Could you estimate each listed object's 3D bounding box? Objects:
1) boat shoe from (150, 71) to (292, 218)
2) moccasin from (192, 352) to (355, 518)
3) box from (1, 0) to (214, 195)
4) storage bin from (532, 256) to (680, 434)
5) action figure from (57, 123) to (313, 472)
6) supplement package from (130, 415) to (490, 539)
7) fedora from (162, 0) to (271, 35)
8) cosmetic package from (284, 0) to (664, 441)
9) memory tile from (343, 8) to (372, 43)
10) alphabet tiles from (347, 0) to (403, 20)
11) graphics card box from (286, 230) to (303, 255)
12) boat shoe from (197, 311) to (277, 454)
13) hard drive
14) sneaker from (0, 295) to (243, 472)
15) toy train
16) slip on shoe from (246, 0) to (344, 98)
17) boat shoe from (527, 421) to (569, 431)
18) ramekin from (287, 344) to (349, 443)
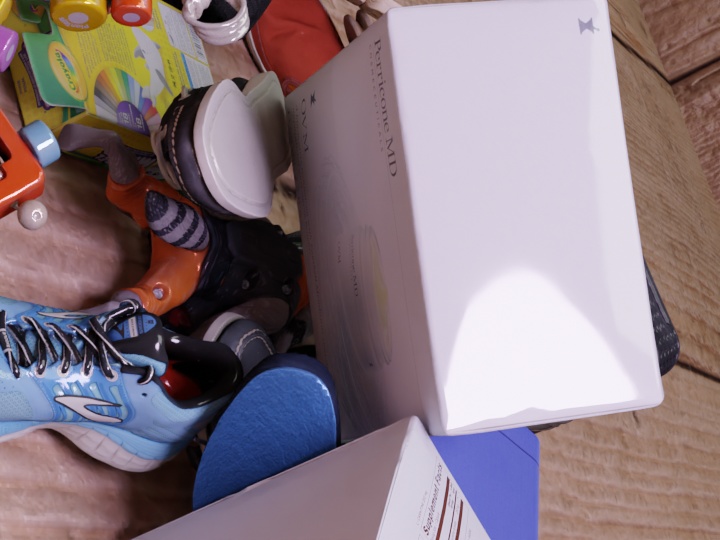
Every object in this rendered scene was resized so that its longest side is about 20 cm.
[{"bbox_3d":[-0.080,-0.067,0.880,0.200,0.060,0.075,-74,150,-73],"label":"boat shoe"},{"bbox_3d":[-0.053,0.126,0.846,0.068,0.080,0.202,-64,171,-65],"label":"moccasin"},{"bbox_3d":[-0.152,-0.120,0.990,0.200,0.048,0.119,22,48,-64],"label":"box"},{"bbox_3d":[0.128,0.051,1.260,0.137,0.198,0.094,67,22,5],"label":"storage bin"},{"bbox_3d":[-0.084,0.019,0.934,0.193,0.104,0.202,18,49,-51],"label":"action figure"},{"bbox_3d":[-0.016,0.214,0.756,0.201,0.190,0.147,59,21,-15],"label":"supplement package"},{"bbox_3d":[-0.107,-0.216,1.093,0.200,0.199,0.093,41,62,-47],"label":"fedora"},{"bbox_3d":[0.050,-0.018,0.861,0.200,0.121,0.202,159,-76,-70],"label":"cosmetic package"},{"bbox_3d":[0.026,-0.101,1.302,0.200,0.017,0.154,81,-15,-66],"label":"memory tile"},{"bbox_3d":[-0.047,-0.237,1.247,0.199,0.015,0.196,31,4,-7],"label":"alphabet tiles"},{"bbox_3d":[0.000,0.000,1.109,0.200,0.124,0.052,-21,111,-70],"label":"graphics card box"},{"bbox_3d":[-0.037,0.112,0.911,0.073,0.061,0.202,-44,130,-45],"label":"boat shoe"},{"bbox_3d":[0.061,0.162,0.967,0.132,0.025,0.202,39,43,-38],"label":"hard drive"},{"bbox_3d":[-0.136,0.037,0.783,0.199,0.090,0.079,17,51,-48],"label":"sneaker"},{"bbox_3d":[-0.162,-0.108,0.861,0.150,0.199,0.056,48,-23,9],"label":"toy train"},{"bbox_3d":[-0.029,-0.145,1.262,0.061,0.074,0.202,-11,-76,66],"label":"slip on shoe"},{"bbox_3d":[0.091,0.017,1.076,0.072,0.060,0.204,-61,137,-58],"label":"boat shoe"},{"bbox_3d":[0.028,0.129,1.079,0.200,0.097,0.201,50,26,-36],"label":"ramekin"}]
